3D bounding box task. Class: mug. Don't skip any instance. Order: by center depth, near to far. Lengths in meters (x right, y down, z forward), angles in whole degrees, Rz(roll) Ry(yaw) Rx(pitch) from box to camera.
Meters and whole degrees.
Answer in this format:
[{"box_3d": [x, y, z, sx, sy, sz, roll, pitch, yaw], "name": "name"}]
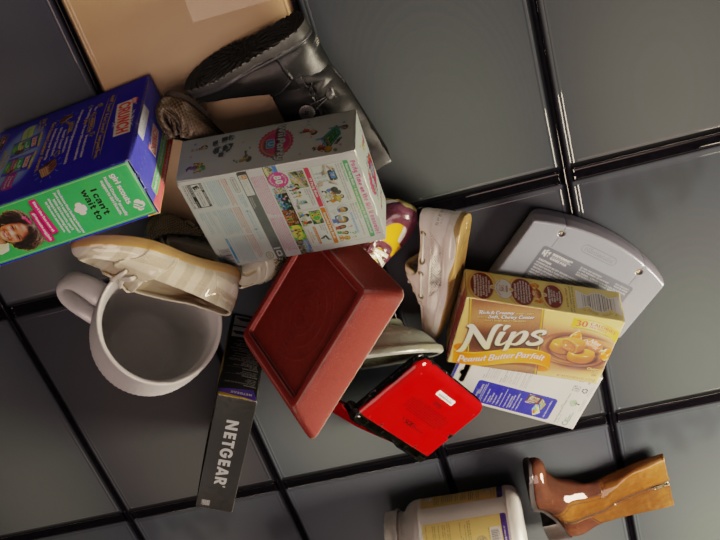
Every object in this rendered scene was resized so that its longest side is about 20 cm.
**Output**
[{"box_3d": [-0.278, 0.066, 1.226, 0.199, 0.149, 0.175, 32, 157, -10], "name": "mug"}]

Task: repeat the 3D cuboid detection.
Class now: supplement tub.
[{"box_3d": [0.142, 0.397, 1.464, 0.197, 0.146, 0.147, -11, 124, 9], "name": "supplement tub"}]

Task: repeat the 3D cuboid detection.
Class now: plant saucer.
[{"box_3d": [-0.058, 0.055, 1.167, 0.036, 0.200, 0.201, 22, 106, -39], "name": "plant saucer"}, {"box_3d": [0.004, 0.094, 1.267, 0.197, 0.200, 0.051, -10, 80, 7], "name": "plant saucer"}]

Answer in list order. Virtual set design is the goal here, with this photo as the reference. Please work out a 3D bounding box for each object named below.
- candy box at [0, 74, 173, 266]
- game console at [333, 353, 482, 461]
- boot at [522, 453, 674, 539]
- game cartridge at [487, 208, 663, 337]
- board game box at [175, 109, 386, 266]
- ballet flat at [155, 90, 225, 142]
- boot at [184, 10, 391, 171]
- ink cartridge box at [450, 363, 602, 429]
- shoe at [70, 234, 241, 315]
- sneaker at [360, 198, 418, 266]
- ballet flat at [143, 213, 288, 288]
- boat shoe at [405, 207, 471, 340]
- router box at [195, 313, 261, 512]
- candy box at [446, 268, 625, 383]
[{"box_3d": [-0.310, -0.111, 1.102, 0.197, 0.170, 0.078, -18, 129, 13], "name": "candy box"}, {"box_3d": [0.035, 0.160, 1.309, 0.172, 0.119, 0.200, -40, 143, 8], "name": "game console"}, {"box_3d": [0.342, 0.308, 1.447, 0.197, 0.069, 0.190, -20, 122, 13], "name": "boot"}, {"box_3d": [0.270, 0.004, 1.258, 0.198, 0.041, 0.134, 24, 125, -16], "name": "game cartridge"}, {"box_3d": [-0.082, -0.086, 1.110, 0.197, 0.065, 0.148, -8, 141, 11], "name": "board game box"}, {"box_3d": [-0.151, -0.127, 1.140, 0.067, 0.047, 0.199, -9, 143, 47], "name": "ballet flat"}, {"box_3d": [-0.078, -0.168, 1.132, 0.163, 0.066, 0.201, -19, 130, 22], "name": "boot"}, {"box_3d": [0.214, 0.145, 1.353, 0.197, 0.039, 0.100, 15, 124, -12], "name": "ink cartridge box"}, {"box_3d": [-0.224, 0.004, 1.117, 0.198, 0.054, 0.070, 15, 160, -28], "name": "shoe"}, {"box_3d": [0.000, 0.000, 1.215, 0.074, 0.091, 0.200, 25, 127, -36], "name": "sneaker"}, {"box_3d": [-0.167, -0.015, 1.224, 0.197, 0.076, 0.068, 14, 123, -9], "name": "ballet flat"}, {"box_3d": [0.089, 0.000, 1.243, 0.068, 0.071, 0.202, 19, 133, 14], "name": "boat shoe"}, {"box_3d": [-0.167, 0.185, 1.313, 0.051, 0.158, 0.202, 11, 124, -7], "name": "router box"}, {"box_3d": [0.213, 0.070, 1.250, 0.197, 0.056, 0.116, 9, 132, -3], "name": "candy box"}]
